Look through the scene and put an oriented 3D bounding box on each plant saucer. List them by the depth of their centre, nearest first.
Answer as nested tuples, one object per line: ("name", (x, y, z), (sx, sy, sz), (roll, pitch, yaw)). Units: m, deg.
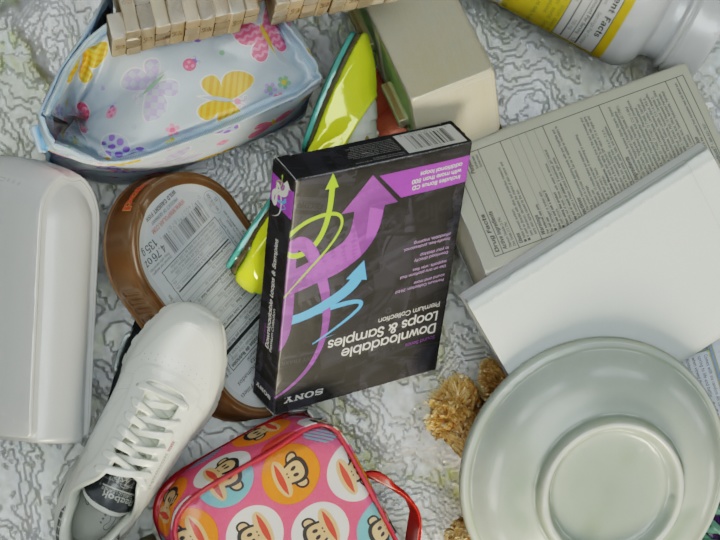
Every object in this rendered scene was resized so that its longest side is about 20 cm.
("plant saucer", (0.169, 0.149, 1.401), (0.199, 0.050, 0.202), (-3, 104, -11))

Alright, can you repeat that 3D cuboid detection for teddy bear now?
("teddy bear", (0.119, 0.157, 1.468), (0.144, 0.067, 0.202), (-3, 79, -41))

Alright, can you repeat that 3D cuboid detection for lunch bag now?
("lunch bag", (-0.140, -0.134, 1.426), (0.199, 0.170, 0.128), (-25, 89, -5))
("lunch bag", (-0.038, 0.206, 1.438), (0.175, 0.082, 0.201), (-29, 105, -16))

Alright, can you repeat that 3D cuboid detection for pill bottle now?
("pill bottle", (0.174, -0.221, 1.482), (0.199, 0.111, 0.112), (28, 86, -3))

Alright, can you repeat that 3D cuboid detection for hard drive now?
("hard drive", (0.185, 0.018, 1.410), (0.199, 0.026, 0.132), (-32, 113, -2))

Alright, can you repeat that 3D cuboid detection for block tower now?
("block tower", (-0.074, -0.192, 1.329), (0.199, 0.054, 0.058), (-14, 83, -8))

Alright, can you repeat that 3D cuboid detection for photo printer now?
("photo printer", (-0.260, 0.020, 1.424), (0.166, 0.069, 0.202), (1, 87, 40))

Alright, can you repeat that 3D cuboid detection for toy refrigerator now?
("toy refrigerator", (0.030, -0.185, 1.444), (0.070, 0.076, 0.201), (-21, 59, -5))

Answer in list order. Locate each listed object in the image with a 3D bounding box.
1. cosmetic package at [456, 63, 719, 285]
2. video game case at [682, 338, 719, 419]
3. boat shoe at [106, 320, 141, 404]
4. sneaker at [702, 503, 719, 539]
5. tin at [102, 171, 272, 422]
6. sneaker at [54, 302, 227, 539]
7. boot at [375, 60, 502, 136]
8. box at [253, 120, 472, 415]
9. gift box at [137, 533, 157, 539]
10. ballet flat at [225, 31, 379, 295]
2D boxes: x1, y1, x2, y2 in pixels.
("cosmetic package", (0.162, -0.063, 1.452), (0.199, 0.073, 0.104), (-19, 72, -5))
("video game case", (0.230, 0.035, 1.486), (0.180, 0.045, 0.201), (-13, 74, -4))
("boat shoe", (-0.141, 0.066, 1.472), (0.075, 0.060, 0.201), (15, 86, -3))
("sneaker", (0.260, 0.210, 1.478), (0.074, 0.088, 0.201), (20, 86, -3))
("tin", (-0.106, 0.020, 1.444), (0.112, 0.042, 0.201), (-47, 114, -30))
("sneaker", (-0.151, 0.116, 1.386), (0.076, 0.081, 0.201), (26, 103, -4))
("boot", (-0.004, -0.089, 1.493), (0.199, 0.075, 0.108), (-34, 70, 1))
("box", (0.000, 0.000, 1.405), (0.142, 0.036, 0.201), (-14, 131, -28))
("gift box", (-0.190, 0.308, 1.394), (0.199, 0.187, 0.185), (-32, 89, -6))
("ballet flat", (-0.024, -0.069, 1.422), (0.067, 0.067, 0.201), (28, 90, 1))
